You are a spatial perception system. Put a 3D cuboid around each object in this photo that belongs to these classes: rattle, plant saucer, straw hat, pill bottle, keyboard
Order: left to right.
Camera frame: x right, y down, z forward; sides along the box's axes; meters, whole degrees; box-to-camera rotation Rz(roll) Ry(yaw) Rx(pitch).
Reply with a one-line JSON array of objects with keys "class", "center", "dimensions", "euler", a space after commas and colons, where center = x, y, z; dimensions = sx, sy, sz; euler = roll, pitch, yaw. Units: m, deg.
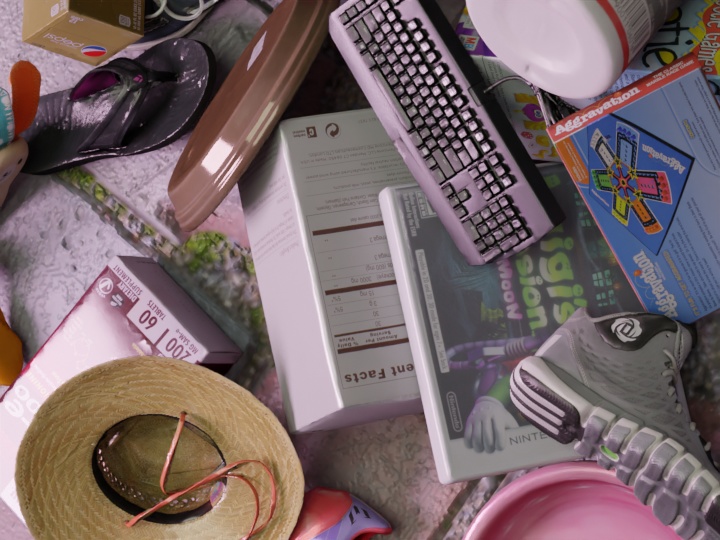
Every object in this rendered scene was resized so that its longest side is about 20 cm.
[{"class": "rattle", "center": [-0.264, -0.034, 1.792], "dimensions": [0.200, 0.130, 0.143], "euler": [-46, 66, 14]}, {"class": "straw hat", "center": [-0.141, 0.132, 1.702], "dimensions": [0.200, 0.085, 0.202], "euler": [-1, 113, -2]}, {"class": "plant saucer", "center": [-0.079, -0.117, 1.681], "dimensions": [0.029, 0.200, 0.200], "euler": [32, 102, -10]}, {"class": "keyboard", "center": [0.070, -0.109, 1.559], "dimensions": [0.127, 0.021, 0.200], "euler": [-33, 87, 28]}, {"class": "plant saucer", "center": [0.159, 0.227, 1.623], "dimensions": [0.200, 0.051, 0.201], "euler": [1, 92, 24]}, {"class": "pill bottle", "center": [0.165, -0.212, 1.510], "dimensions": [0.114, 0.114, 0.200], "euler": [29, 63, 22]}]

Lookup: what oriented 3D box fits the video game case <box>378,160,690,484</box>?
[{"class": "video game case", "center": [0.118, 0.029, 1.611], "dimensions": [0.181, 0.023, 0.200], "euler": [-9, 81, -20]}]

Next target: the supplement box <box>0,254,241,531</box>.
[{"class": "supplement box", "center": [-0.194, 0.097, 1.787], "dimensions": [0.109, 0.061, 0.200], "euler": [44, 105, 18]}]

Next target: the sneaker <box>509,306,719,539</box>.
[{"class": "sneaker", "center": [0.205, 0.091, 1.563], "dimensions": [0.200, 0.075, 0.116], "euler": [37, 63, 8]}]

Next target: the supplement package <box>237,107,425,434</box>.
[{"class": "supplement package", "center": [0.000, 0.000, 1.653], "dimensions": [0.117, 0.117, 0.200], "euler": [-9, 82, -21]}]

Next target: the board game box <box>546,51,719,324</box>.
[{"class": "board game box", "center": [0.202, -0.044, 1.546], "dimensions": [0.103, 0.200, 0.019], "euler": [-28, 42, 6]}]

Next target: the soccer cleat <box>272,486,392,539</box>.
[{"class": "soccer cleat", "center": [-0.044, 0.250, 1.712], "dimensions": [0.076, 0.067, 0.200], "euler": [23, 94, 19]}]

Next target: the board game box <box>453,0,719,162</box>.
[{"class": "board game box", "center": [0.174, -0.138, 1.593], "dimensions": [0.200, 0.105, 0.103], "euler": [7, 55, 24]}]

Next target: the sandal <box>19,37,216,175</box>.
[{"class": "sandal", "center": [-0.192, -0.117, 1.789], "dimensions": [0.200, 0.048, 0.076], "euler": [-20, 73, 30]}]

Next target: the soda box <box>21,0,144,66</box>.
[{"class": "soda box", "center": [-0.201, -0.257, 1.768], "dimensions": [0.064, 0.068, 0.200], "euler": [-26, 57, 46]}]

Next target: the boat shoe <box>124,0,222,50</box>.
[{"class": "boat shoe", "center": [-0.122, -0.220, 1.771], "dimensions": [0.200, 0.062, 0.075], "euler": [-19, 79, 22]}]
